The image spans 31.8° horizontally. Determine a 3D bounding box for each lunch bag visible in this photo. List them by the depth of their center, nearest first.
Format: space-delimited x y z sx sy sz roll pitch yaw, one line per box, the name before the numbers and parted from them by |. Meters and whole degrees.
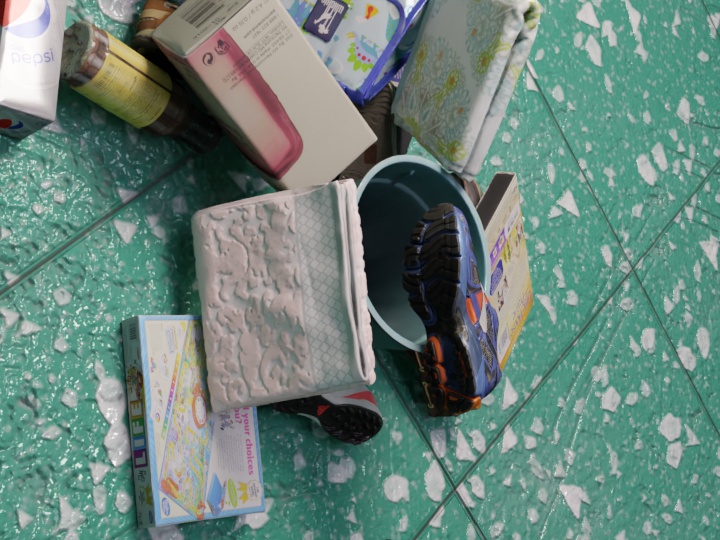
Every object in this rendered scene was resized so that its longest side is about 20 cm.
lunch bag | -0.013 -0.297 1.412 0.169 0.128 0.201 32 68 11

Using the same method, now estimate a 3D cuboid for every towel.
towel | -0.079 0.025 1.216 0.032 0.189 0.203 8 73 -58
towel | 0.109 -0.214 1.331 0.048 0.171 0.202 9 114 -30

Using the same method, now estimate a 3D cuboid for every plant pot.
plant pot | 0.000 0.000 1.333 0.199 0.195 0.203 11 73 -40

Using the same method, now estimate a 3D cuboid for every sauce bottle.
sauce bottle | -0.216 -0.173 1.257 0.199 0.064 0.065 33 58 -47

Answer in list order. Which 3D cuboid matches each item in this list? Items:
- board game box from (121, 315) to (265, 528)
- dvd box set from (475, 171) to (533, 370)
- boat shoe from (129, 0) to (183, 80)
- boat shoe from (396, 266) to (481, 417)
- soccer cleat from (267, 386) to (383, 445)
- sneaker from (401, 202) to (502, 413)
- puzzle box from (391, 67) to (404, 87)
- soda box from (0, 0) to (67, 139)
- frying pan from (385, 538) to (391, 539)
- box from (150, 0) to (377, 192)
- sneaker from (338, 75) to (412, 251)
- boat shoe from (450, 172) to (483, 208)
board game box | -0.165 0.146 1.257 0.133 0.034 0.203 2 78 -42
dvd box set | 0.165 0.005 1.524 0.147 0.029 0.202 -58 145 -42
boat shoe | -0.149 -0.232 1.342 0.199 0.075 0.075 19 64 -39
boat shoe | 0.075 0.081 1.451 0.202 0.070 0.070 70 25 -16
soccer cleat | -0.054 0.116 1.337 0.199 0.068 0.074 35 22 -39
sneaker | 0.094 0.035 1.238 0.078 0.075 0.203 -9 93 -52
puzzle box | 0.021 -0.318 1.550 0.132 0.025 0.203 6 76 -42
soda box | -0.320 -0.232 1.190 0.063 0.068 0.203 15 70 -38
frying pan | 0.099 0.375 1.446 0.114 0.031 0.192 -22 97 -44
box | -0.097 -0.182 1.257 0.109 0.128 0.201 -41 121 -6
sneaker | 0.027 -0.120 1.475 0.106 0.074 0.203 6 91 -69
boat shoe | 0.100 -0.032 1.516 0.073 0.074 0.202 25 62 -35
